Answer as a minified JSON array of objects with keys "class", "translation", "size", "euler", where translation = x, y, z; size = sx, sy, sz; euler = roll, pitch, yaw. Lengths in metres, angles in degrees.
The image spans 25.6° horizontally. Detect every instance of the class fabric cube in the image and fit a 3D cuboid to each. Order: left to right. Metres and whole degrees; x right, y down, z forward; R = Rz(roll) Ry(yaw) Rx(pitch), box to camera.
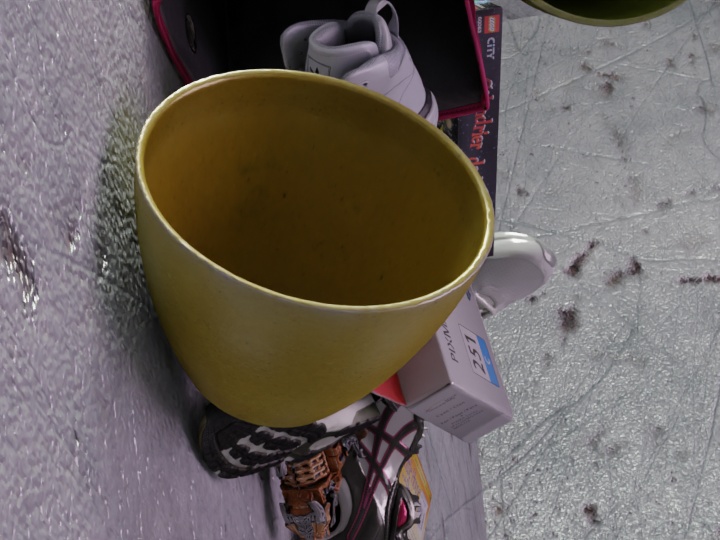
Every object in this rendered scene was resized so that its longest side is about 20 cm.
[{"class":"fabric cube","translation":[-0.029,-0.225,1.085],"size":[0.197,0.198,0.201],"euler":[66,15,-61]}]

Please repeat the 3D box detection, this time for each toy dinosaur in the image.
[{"class":"toy dinosaur","translation":[-0.033,0.085,1.143],"size":[0.136,0.101,0.202],"euler":[-16,119,-66]}]

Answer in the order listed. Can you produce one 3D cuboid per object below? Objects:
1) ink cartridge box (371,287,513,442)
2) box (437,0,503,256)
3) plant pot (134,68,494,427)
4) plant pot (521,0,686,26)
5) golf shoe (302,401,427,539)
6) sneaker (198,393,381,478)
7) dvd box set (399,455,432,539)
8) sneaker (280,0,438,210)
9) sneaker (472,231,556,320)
[{"class":"ink cartridge box","translation":[0.022,0.004,1.097],"size":[0.176,0.044,0.202],"euler":[31,36,-51]},{"class":"box","translation":[0.061,-0.125,1.257],"size":[0.137,0.037,0.202],"euler":[-138,-137,-57]},{"class":"plant pot","translation":[-0.038,0.004,0.897],"size":[0.201,0.198,0.143],"euler":[-90,-167,-49]},{"class":"plant pot","translation":[0.141,-0.260,1.098],"size":[0.200,0.185,0.189],"euler":[-148,-132,-79]},{"class":"golf shoe","translation":[0.001,0.134,1.230],"size":[0.077,0.087,0.202],"euler":[-14,-110,56]},{"class":"sneaker","translation":[-0.059,0.076,1.014],"size":[0.089,0.077,0.200],"euler":[62,15,12]},{"class":"dvd box set","translation":[0.020,0.257,1.359],"size":[0.147,0.029,0.202],"euler":[69,30,-60]},{"class":"sneaker","translation":[-0.038,-0.083,0.995],"size":[0.075,0.200,0.115],"euler":[37,-20,33]},{"class":"sneaker","translation":[0.075,0.034,1.300],"size":[0.070,0.199,0.081],"euler":[43,37,-32]}]
